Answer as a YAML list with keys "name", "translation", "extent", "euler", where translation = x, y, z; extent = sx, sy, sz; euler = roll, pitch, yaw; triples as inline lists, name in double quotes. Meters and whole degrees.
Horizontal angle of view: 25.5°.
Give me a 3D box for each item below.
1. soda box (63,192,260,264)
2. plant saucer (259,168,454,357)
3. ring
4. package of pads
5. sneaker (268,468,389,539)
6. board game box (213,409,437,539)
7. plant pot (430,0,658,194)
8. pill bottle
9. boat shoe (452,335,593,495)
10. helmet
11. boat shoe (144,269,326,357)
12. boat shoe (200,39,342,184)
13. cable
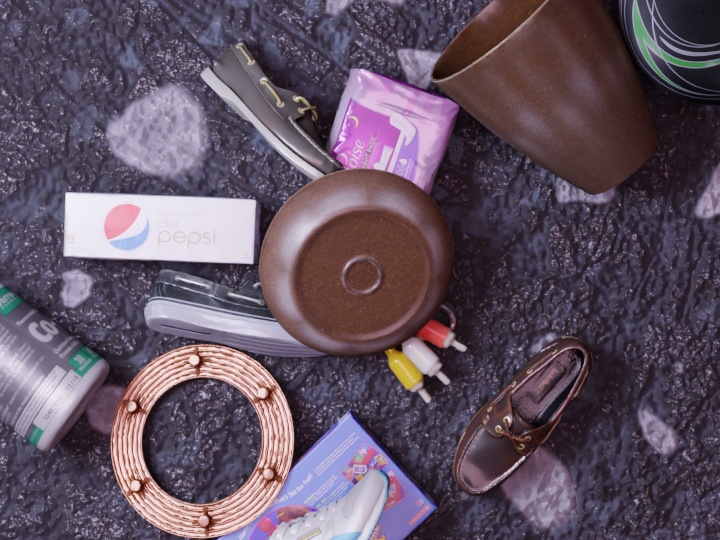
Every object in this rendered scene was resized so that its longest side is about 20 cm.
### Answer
- name: "soda box"
  translation: [-0.204, -0.043, 1.646]
  extent: [0.198, 0.064, 0.069]
  euler: [2, 91, 1]
- name: "plant saucer"
  translation: [0.000, 0.000, 1.578]
  extent: [0.198, 0.037, 0.202]
  euler: [-4, 112, -9]
- name: "ring"
  translation: [-0.166, 0.175, 1.648]
  extent: [0.198, 0.019, 0.202]
  euler: [-2, 80, 9]
- name: "package of pads"
  translation: [0.016, -0.096, 1.637]
  extent: [0.120, 0.076, 0.202]
  euler: [19, 91, -1]
- name: "sneaker"
  translation: [-0.046, 0.275, 1.598]
  extent: [0.081, 0.077, 0.200]
  euler: [39, 89, 2]
- name: "board game box"
  translation: [-0.037, 0.264, 1.657]
  extent: [0.200, 0.045, 0.135]
  euler: [-43, 90, 1]
- name: "plant pot"
  translation: [0.204, -0.181, 1.597]
  extent: [0.187, 0.187, 0.200]
  euler: [-43, 104, 1]
- name: "pill bottle"
  translation: [-0.366, 0.084, 1.625]
  extent: [0.199, 0.113, 0.113]
  euler: [36, 91, 0]
- name: "boat shoe"
  translation: [0.165, 0.150, 1.643]
  extent: [0.070, 0.070, 0.201]
  euler: [36, 92, -1]
- name: "helmet"
  translation: [0.347, -0.265, 1.575]
  extent: [0.189, 0.200, 0.202]
  euler: [16, 91, 20]
- name: "boat shoe"
  translation: [-0.121, 0.040, 1.642]
  extent: [0.198, 0.072, 0.072]
  euler: [13, 70, -10]
- name: "boat shoe"
  translation: [-0.082, -0.160, 1.611]
  extent: [0.060, 0.072, 0.202]
  euler: [-47, 61, 1]
- name: "cable"
  translation: [0.021, 0.044, 1.650]
  extent: [0.199, 0.050, 0.097]
  euler: [35, 94, -1]
